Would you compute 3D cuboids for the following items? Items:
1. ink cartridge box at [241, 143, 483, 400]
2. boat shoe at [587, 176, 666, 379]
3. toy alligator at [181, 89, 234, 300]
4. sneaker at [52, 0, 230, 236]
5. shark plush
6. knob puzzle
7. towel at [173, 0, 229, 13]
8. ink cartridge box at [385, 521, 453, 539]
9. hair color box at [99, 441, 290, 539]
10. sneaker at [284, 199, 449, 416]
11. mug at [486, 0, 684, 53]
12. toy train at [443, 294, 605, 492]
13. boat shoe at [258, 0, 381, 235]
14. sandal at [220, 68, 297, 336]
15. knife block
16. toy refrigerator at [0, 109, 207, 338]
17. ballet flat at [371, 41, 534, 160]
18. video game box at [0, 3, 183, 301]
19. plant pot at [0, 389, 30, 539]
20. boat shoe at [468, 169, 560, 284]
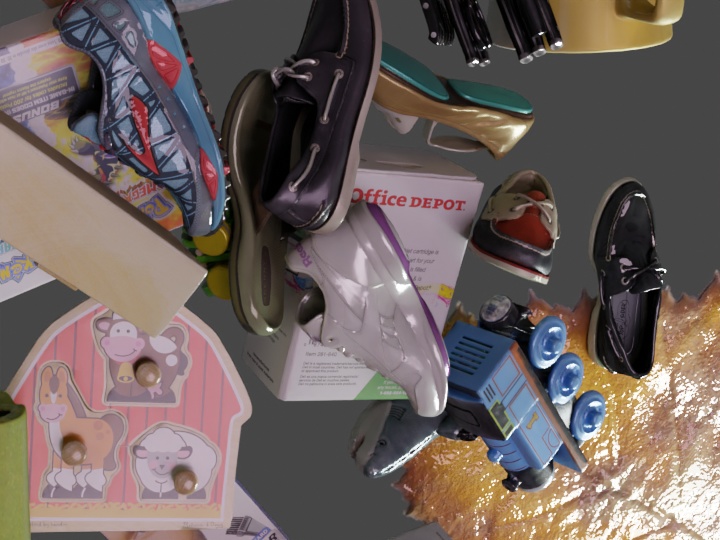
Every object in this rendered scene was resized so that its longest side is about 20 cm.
[{"bbox_3d":[0.000,0.000,1.198,0.144,0.084,0.202,2,112,-32],"label":"ink cartridge box"},{"bbox_3d":[0.256,0.014,1.371,0.074,0.066,0.201,-9,117,-27],"label":"boat shoe"},{"bbox_3d":[-0.119,-0.044,1.130,0.054,0.059,0.201,-5,118,21],"label":"toy alligator"},{"bbox_3d":[-0.156,-0.108,1.015,0.095,0.079,0.201,-22,116,-10],"label":"sneaker"},{"bbox_3d":[0.073,0.141,1.312,0.198,0.083,0.092,-2,113,-31],"label":"shark plush"},{"bbox_3d":[-0.180,0.106,1.135,0.217,0.030,0.222,-2,96,-13],"label":"knob puzzle"},{"bbox_3d":[-0.095,-0.289,1.022,0.170,0.048,0.202,-18,121,-22],"label":"towel"},{"bbox_3d":[-0.001,0.330,1.319,0.199,0.083,0.147,-13,136,-40],"label":"ink cartridge box"},{"bbox_3d":[-0.136,0.226,1.243,0.109,0.065,0.200,-41,126,-7],"label":"hair color box"},{"bbox_3d":[0.006,0.040,1.135,0.099,0.075,0.201,-26,120,0],"label":"sneaker"},{"bbox_3d":[0.188,-0.257,1.136,0.149,0.185,0.155,-25,119,-52],"label":"mug"},{"bbox_3d":[0.137,0.110,1.256,0.114,0.086,0.201,-49,133,-19],"label":"toy train"},{"bbox_3d":[-0.033,-0.130,1.064,0.062,0.072,0.202,14,79,-36],"label":"boat shoe"},{"bbox_3d":[-0.064,-0.052,1.114,0.080,0.057,0.203,-6,94,-63],"label":"sandal"},{"bbox_3d":[0.092,-0.258,1.075,0.201,0.174,0.064,-68,169,13],"label":"knife block"},{"bbox_3d":[-0.207,-0.035,1.006,0.070,0.076,0.200,-51,129,1],"label":"toy refrigerator"},{"bbox_3d":[0.058,-0.132,1.183,0.199,0.069,0.063,15,119,-34],"label":"ballet flat"},{"bbox_3d":[-0.239,-0.080,1.040,0.199,0.047,0.183,-24,126,-19],"label":"video game box"},{"bbox_3d":[-0.315,0.180,1.049,0.199,0.200,0.186,2,100,-32],"label":"plant pot"},{"bbox_3d":[0.134,-0.039,1.205,0.071,0.200,0.063,27,104,0],"label":"boat shoe"}]
